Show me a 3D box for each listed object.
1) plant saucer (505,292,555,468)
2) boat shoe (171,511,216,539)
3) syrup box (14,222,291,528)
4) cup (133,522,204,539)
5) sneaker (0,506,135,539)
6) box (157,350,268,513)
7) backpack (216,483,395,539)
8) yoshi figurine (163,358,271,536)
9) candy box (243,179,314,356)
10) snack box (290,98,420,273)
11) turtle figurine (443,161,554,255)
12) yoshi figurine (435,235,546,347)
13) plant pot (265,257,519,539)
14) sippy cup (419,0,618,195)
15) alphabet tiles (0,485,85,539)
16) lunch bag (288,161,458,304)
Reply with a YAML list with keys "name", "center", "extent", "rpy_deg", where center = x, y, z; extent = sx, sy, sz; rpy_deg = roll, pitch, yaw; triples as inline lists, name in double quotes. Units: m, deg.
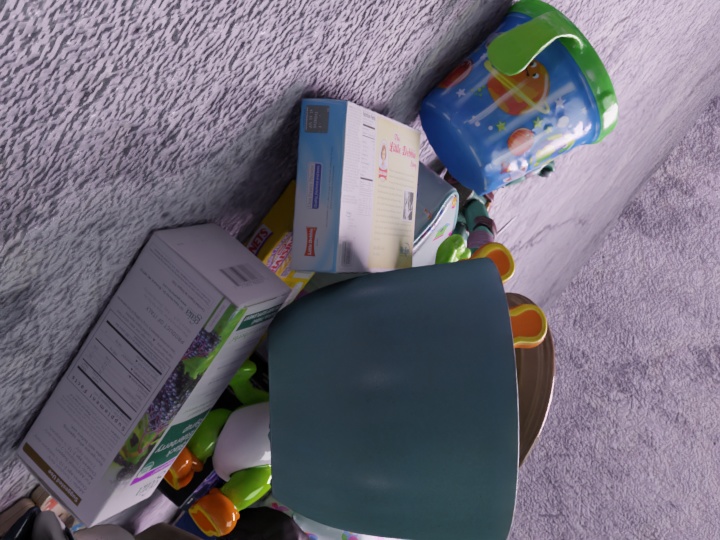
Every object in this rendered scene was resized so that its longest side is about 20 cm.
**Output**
- name: "plant saucer"
  center: [0.107, 0.114, 1.181]
  extent: [0.200, 0.029, 0.201]
  rpy_deg: [-40, -141, 44]
- name: "boat shoe"
  center: [-0.155, 0.263, 1.399]
  extent: [0.200, 0.072, 0.072]
  rpy_deg: [-44, 174, 22]
- name: "syrup box"
  center: [-0.141, 0.070, 0.854]
  extent: [0.201, 0.081, 0.079]
  rpy_deg: [-55, 164, 19]
- name: "cup"
  center: [-0.197, 0.340, 1.259]
  extent: [0.200, 0.143, 0.200]
  rpy_deg: [-38, 170, -8]
- name: "sneaker"
  center: [-0.222, 0.224, 0.955]
  extent: [0.199, 0.080, 0.130]
  rpy_deg: [-13, 151, -51]
- name: "box"
  center: [-0.125, 0.153, 1.155]
  extent: [0.141, 0.079, 0.200]
  rpy_deg: [-44, 166, -9]
- name: "backpack"
  center: [-0.022, 0.221, 1.139]
  extent: [0.200, 0.126, 0.168]
  rpy_deg: [-46, 131, -39]
- name: "yoshi figurine"
  center: [-0.061, 0.115, 0.999]
  extent: [0.200, 0.112, 0.113]
  rpy_deg: [-36, 124, -23]
- name: "candy box"
  center: [-0.085, 0.019, 1.000]
  extent: [0.200, 0.026, 0.102]
  rpy_deg: [-52, 158, 11]
- name: "snack box"
  center: [0.001, -0.057, 0.934]
  extent: [0.200, 0.037, 0.117]
  rpy_deg: [1, 93, -73]
- name: "turtle figurine"
  center: [0.119, -0.059, 1.261]
  extent: [0.150, 0.100, 0.201]
  rpy_deg: [120, -8, -45]
- name: "yoshi figurine"
  center: [0.092, 0.038, 1.089]
  extent: [0.200, 0.111, 0.113]
  rpy_deg: [-34, -145, 65]
- name: "plant pot"
  center: [0.014, 0.094, 0.886]
  extent: [0.160, 0.202, 0.201]
  rpy_deg: [-2, 157, -4]
- name: "sippy cup"
  center: [0.125, -0.137, 1.066]
  extent: [0.130, 0.140, 0.178]
  rpy_deg: [-35, 126, -10]
- name: "alphabet tiles"
  center: [-0.272, 0.231, 1.024]
  extent: [0.195, 0.015, 0.200]
  rpy_deg: [-38, 163, -39]
- name: "lunch bag"
  center: [0.000, 0.000, 1.129]
  extent: [0.200, 0.077, 0.161]
  rpy_deg: [-46, 168, -11]
